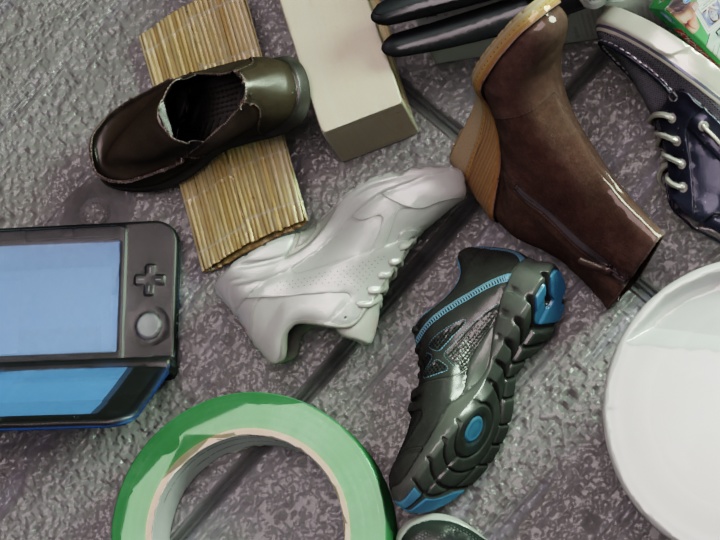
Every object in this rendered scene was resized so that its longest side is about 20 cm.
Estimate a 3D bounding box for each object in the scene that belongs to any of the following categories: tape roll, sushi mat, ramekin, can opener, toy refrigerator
[{"bbox_3d":[-0.074,0.188,1.531,0.199,0.048,0.202,-3,75,11],"label":"tape roll"},{"bbox_3d":[-0.103,-0.108,1.616,0.095,0.012,0.201,-24,71,25],"label":"sushi mat"},{"bbox_3d":[0.265,0.100,1.460,0.201,0.094,0.204,-3,76,11],"label":"ramekin"},{"bbox_3d":[0.105,-0.192,1.517,0.199,0.079,0.064,-22,114,9],"label":"can opener"},{"bbox_3d":[-0.018,-0.192,1.600,0.069,0.076,0.201,-20,73,6],"label":"toy refrigerator"}]

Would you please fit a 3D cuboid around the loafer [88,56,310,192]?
[{"bbox_3d":[-0.131,-0.114,1.576,0.199,0.071,0.074,-22,73,33],"label":"loafer"}]

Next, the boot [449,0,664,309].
[{"bbox_3d":[0.148,-0.081,1.486,0.166,0.201,0.072,42,57,15],"label":"boot"}]

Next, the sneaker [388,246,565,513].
[{"bbox_3d":[0.069,0.076,1.528,0.082,0.073,0.201,23,76,32],"label":"sneaker"}]

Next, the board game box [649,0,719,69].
[{"bbox_3d":[0.311,-0.220,1.526,0.134,0.029,0.200,40,85,-21],"label":"board game box"}]

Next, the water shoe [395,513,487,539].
[{"bbox_3d":[0.088,0.246,1.467,0.071,0.079,0.201,-34,72,1],"label":"water shoe"}]

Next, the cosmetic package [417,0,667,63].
[{"bbox_3d":[0.139,-0.222,1.577,0.198,0.071,0.102,-9,75,10],"label":"cosmetic package"}]

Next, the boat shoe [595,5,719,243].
[{"bbox_3d":[0.227,-0.093,1.515,0.200,0.075,0.093,38,89,6],"label":"boat shoe"}]

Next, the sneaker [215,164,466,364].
[{"bbox_3d":[0.000,0.000,1.557,0.199,0.078,0.100,-32,79,12],"label":"sneaker"}]

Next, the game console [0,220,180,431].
[{"bbox_3d":[-0.240,0.040,1.565,0.198,0.118,0.172,-2,76,10],"label":"game console"}]
